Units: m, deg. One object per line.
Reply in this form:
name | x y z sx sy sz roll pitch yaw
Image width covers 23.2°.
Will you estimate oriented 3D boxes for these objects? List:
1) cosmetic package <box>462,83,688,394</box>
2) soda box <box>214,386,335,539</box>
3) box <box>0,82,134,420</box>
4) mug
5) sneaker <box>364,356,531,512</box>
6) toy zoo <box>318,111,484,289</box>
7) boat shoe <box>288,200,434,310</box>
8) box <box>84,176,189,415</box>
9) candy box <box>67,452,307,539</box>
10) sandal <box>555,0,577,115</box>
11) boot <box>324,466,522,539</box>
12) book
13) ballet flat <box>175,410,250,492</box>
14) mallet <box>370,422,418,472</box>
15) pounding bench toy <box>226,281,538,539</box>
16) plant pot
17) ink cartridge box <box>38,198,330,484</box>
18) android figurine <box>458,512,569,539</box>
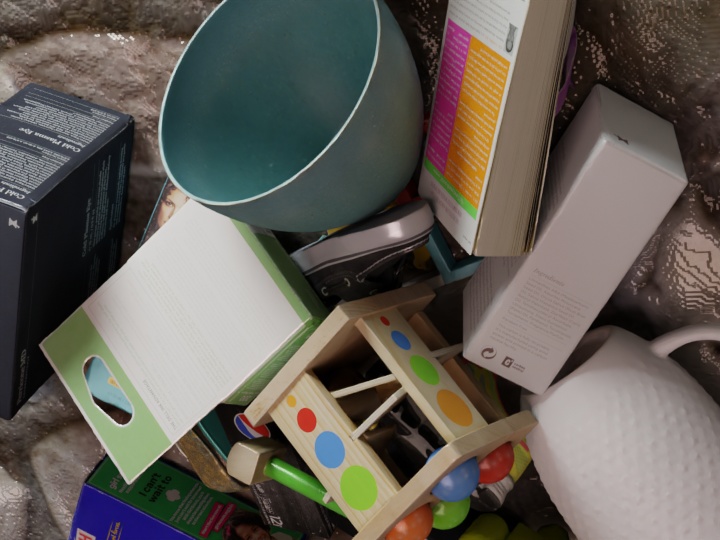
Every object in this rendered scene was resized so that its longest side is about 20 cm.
cosmetic package | 0.151 -0.022 1.275 0.071 0.102 0.201 25 118 -10
soda box | -0.065 0.131 1.447 0.070 0.064 0.201 8 138 29
box | -0.276 -0.019 1.418 0.103 0.182 0.202 18 121 12
mug | 0.227 0.122 1.325 0.199 0.148 0.176 -36 97 13
sneaker | 0.065 0.095 1.412 0.200 0.090 0.078 48 157 6
toy zoo | 0.046 -0.049 1.370 0.199 0.020 0.132 -21 107 29
boat shoe | 0.000 0.000 1.331 0.199 0.070 0.067 -21 96 53
box | -0.149 0.021 1.426 0.082 0.049 0.201 25 100 7
candy box | -0.168 0.275 1.594 0.199 0.077 0.170 24 124 7
sandal | 0.127 -0.134 1.269 0.082 0.049 0.204 40 122 53
boot | 0.067 0.247 1.407 0.197 0.163 0.074 21 117 -13
book | 0.089 -0.128 1.233 0.048 0.134 0.202 0 113 -22
ballet flat | -0.155 0.110 1.513 0.070 0.071 0.201 -25 105 30
mallet | 0.011 0.122 1.468 0.200 0.041 0.066 46 129 -11
pounding bench toy | 0.007 0.139 1.305 0.156 0.124 0.200 51 120 16
plant pot | -0.031 -0.108 1.289 0.199 0.202 0.135 -20 144 29
ink cartridge box | -0.136 0.048 1.357 0.200 0.048 0.146 -43 69 15
android figurine | 0.154 0.253 1.342 0.181 0.200 0.041 31 107 13
